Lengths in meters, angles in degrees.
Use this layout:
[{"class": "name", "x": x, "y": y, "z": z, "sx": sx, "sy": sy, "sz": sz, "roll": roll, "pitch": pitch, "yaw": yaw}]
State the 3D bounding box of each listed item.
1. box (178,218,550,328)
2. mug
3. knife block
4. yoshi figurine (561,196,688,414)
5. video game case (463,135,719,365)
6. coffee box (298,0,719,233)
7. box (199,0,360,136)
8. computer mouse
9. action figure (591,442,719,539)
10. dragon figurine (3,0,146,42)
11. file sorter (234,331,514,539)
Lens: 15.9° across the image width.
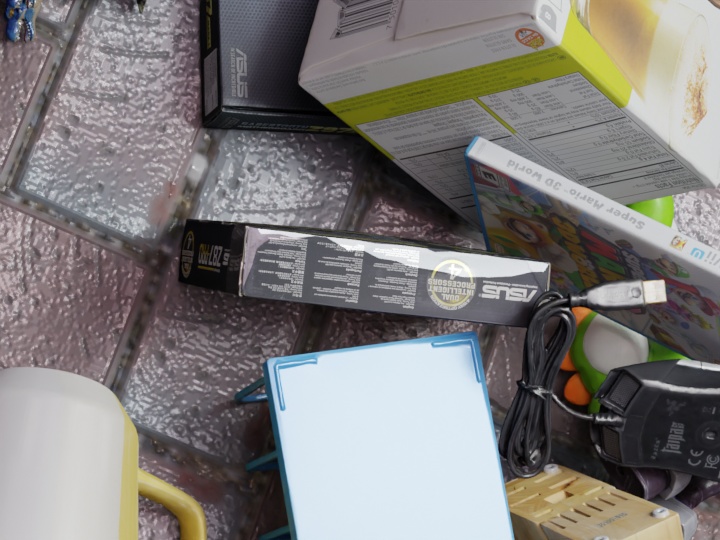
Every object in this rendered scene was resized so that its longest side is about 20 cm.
[{"class": "box", "x": 0.000, "y": 0.000, "z": 1.617, "sx": 0.199, "sy": 0.161, "sz": 0.049, "roll": 6, "pitch": 89, "yaw": -18}, {"class": "mug", "x": -0.191, "y": 0.151, "z": 1.555, "sx": 0.148, "sy": 0.187, "sz": 0.154, "roll": -2, "pitch": 66, "yaw": 19}, {"class": "knife block", "x": 0.158, "y": 0.227, "z": 1.588, "sx": 0.064, "sy": 0.200, "sz": 0.177, "roll": -19, "pitch": 109, "yaw": -27}, {"class": "yoshi figurine", "x": 0.200, "y": 0.014, "z": 1.708, "sx": 0.112, "sy": 0.111, "sz": 0.202, "roll": -5, "pitch": 104, "yaw": -51}, {"class": "video game case", "x": 0.160, "y": -0.003, "z": 1.603, "sx": 0.199, "sy": 0.143, "sz": 0.018, "roll": 27, "pitch": 69, "yaw": 22}, {"class": "coffee box", "x": 0.114, "y": -0.167, "z": 1.625, "sx": 0.197, "sy": 0.199, "sz": 0.201, "roll": 36, "pitch": 57, "yaw": -36}, {"class": "box", "x": -0.027, "y": -0.191, "z": 1.709, "sx": 0.157, "sy": 0.051, "sz": 0.202, "roll": 3, "pitch": 78, "yaw": -20}, {"class": "computer mouse", "x": 0.186, "y": 0.062, "z": 1.581, "sx": 0.198, "sy": 0.046, "sz": 0.141, "roll": 2, "pitch": 119, "yaw": -4}, {"class": "action figure", "x": 0.244, "y": 0.114, "z": 1.686, "sx": 0.199, "sy": 0.131, "sz": 0.069, "roll": -22, "pitch": 45, "yaw": -32}, {"class": "dragon figurine", "x": -0.167, "y": -0.233, "z": 1.667, "sx": 0.099, "sy": 0.059, "sz": 0.201, "roll": 23, "pitch": 74, "yaw": -13}, {"class": "file sorter", "x": 0.007, "y": 0.154, "z": 1.608, "sx": 0.138, "sy": 0.123, "sz": 0.201, "roll": -7, "pitch": 81, "yaw": -20}]
